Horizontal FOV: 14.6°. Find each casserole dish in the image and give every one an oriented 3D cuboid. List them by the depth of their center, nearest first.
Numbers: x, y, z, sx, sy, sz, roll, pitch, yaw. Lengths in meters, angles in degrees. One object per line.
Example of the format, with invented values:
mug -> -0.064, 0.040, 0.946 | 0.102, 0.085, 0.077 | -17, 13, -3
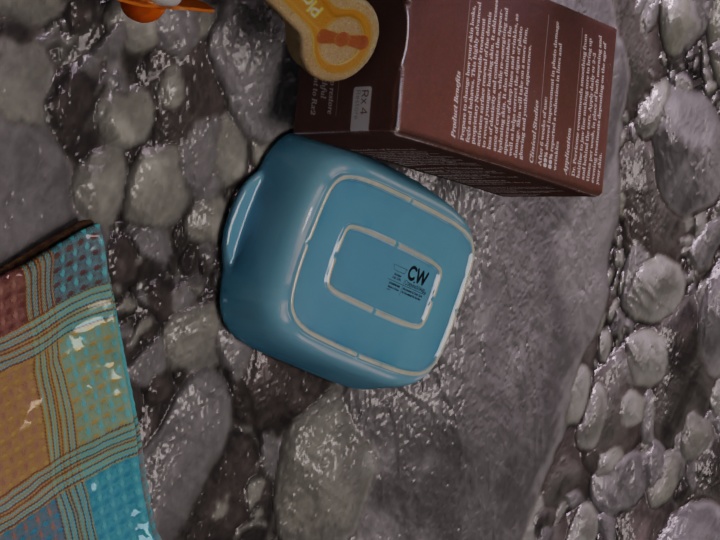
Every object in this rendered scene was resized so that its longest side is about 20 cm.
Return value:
casserole dish -> 0.000, 0.000, 1.515 | 0.200, 0.039, 0.121 | 25, 83, -53

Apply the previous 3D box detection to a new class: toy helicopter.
toy helicopter -> -0.060, -0.152, 1.347 | 0.132, 0.079, 0.200 | -49, 132, -6

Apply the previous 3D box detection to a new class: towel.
towel -> -0.161, 0.092, 1.360 | 0.147, 0.022, 0.200 | -34, 128, -40

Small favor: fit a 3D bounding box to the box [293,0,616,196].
box -> 0.054, -0.102, 1.503 | 0.200, 0.075, 0.100 | 15, 78, -54
